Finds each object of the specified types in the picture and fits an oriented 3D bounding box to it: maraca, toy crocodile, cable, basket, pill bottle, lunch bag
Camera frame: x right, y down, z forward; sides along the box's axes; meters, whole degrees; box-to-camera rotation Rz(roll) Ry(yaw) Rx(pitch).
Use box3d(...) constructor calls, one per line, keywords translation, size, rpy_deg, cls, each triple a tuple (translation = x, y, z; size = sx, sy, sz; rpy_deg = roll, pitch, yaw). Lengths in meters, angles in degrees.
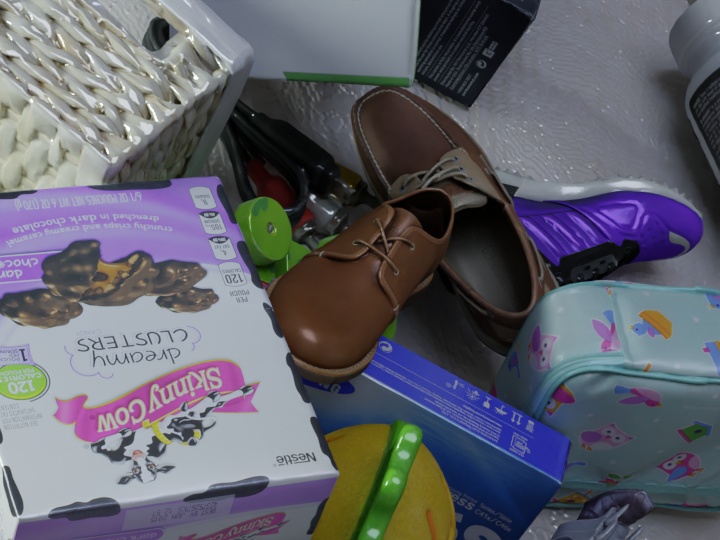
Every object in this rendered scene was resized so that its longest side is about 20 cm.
box3d(translation=(-0.001, 0.142, 1.176), size=(0.107, 0.200, 0.138), rpy_deg=(20, 79, -2), cls="maraca")
box3d(translation=(-0.053, 0.003, 1.305), size=(0.200, 0.067, 0.062), rpy_deg=(23, 59, -50), cls="toy crocodile")
box3d(translation=(-0.079, -0.081, 1.407), size=(0.200, 0.050, 0.097), rpy_deg=(38, 44, 16), cls="cable")
box3d(translation=(-0.168, -0.079, 1.251), size=(0.135, 0.200, 0.123), rpy_deg=(39, 55, 4), cls="basket")
box3d(translation=(0.298, -0.100, 1.556), size=(0.116, 0.116, 0.201), rpy_deg=(-4, 59, -29), cls="pill bottle")
box3d(translation=(0.183, 0.085, 1.338), size=(0.199, 0.161, 0.077), rpy_deg=(6, 49, -16), cls="lunch bag")

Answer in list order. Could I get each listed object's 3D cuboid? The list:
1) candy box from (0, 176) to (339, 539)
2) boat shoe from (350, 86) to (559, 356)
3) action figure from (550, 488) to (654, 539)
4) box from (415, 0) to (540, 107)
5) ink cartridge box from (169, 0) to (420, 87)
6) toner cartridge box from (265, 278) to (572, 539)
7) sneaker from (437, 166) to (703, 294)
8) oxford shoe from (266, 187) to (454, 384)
box3d(translation=(-0.124, 0.053, 1.114), size=(0.167, 0.072, 0.201), rpy_deg=(-6, 52, -26), cls="candy box")
box3d(translation=(0.060, -0.040, 1.361), size=(0.076, 0.072, 0.200), rpy_deg=(-36, 72, -3), cls="boat shoe")
box3d(translation=(0.099, 0.208, 1.248), size=(0.200, 0.069, 0.131), rpy_deg=(-42, 115, -40), cls="action figure")
box3d(translation=(0.042, -0.248, 1.539), size=(0.182, 0.104, 0.200), rpy_deg=(28, 49, -8), cls="box")
box3d(translation=(-0.035, -0.181, 1.344), size=(0.144, 0.084, 0.200), rpy_deg=(3, 22, 0), cls="ink cartridge box")
box3d(translation=(0.013, 0.094, 1.279), size=(0.199, 0.095, 0.043), rpy_deg=(28, 35, -5), cls="toner cartridge box")
box3d(translation=(0.134, -0.007, 1.441), size=(0.199, 0.070, 0.100), rpy_deg=(4, 60, -18), cls="sneaker")
box3d(translation=(0.000, 0.000, 1.238), size=(0.071, 0.071, 0.200), rpy_deg=(36, 30, 4), cls="oxford shoe")
